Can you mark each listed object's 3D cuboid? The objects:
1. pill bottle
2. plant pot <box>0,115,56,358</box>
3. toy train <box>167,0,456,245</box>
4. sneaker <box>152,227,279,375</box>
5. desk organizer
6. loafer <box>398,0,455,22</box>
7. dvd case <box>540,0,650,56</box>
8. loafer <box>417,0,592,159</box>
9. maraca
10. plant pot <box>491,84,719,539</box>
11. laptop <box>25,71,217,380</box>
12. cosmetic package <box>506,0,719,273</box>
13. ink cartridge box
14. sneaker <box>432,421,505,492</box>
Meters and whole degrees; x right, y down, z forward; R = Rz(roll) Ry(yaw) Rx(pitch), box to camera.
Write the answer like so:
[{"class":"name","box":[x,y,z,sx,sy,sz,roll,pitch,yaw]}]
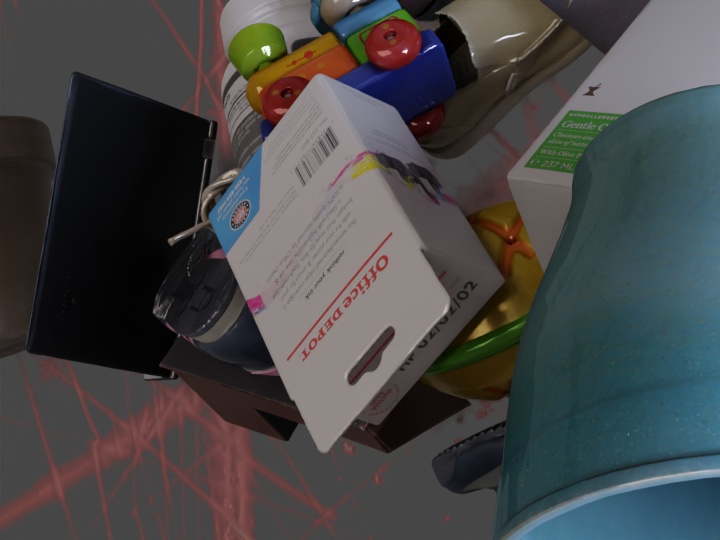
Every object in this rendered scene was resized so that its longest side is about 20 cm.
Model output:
[{"class":"pill bottle","box":[-0.031,-0.096,1.059,0.116,0.116,0.201,-32,59,33]},{"class":"plant pot","box":[-0.335,-0.013,1.292,0.200,0.200,0.174,-22,80,38]},{"class":"toy train","box":[-0.052,-0.107,0.964,0.199,0.085,0.116,-29,53,-3]},{"class":"sneaker","box":[-0.081,0.027,1.006,0.070,0.082,0.200,-56,18,3]},{"class":"desk organizer","box":[-0.031,0.073,1.028,0.199,0.077,0.072,12,62,44]},{"class":"loafer","box":[0.057,-0.236,1.002,0.200,0.063,0.072,124,144,-48]},{"class":"dvd case","box":[0.120,-0.238,0.909,0.200,0.016,0.149,45,123,22]},{"class":"loafer","box":[0.090,-0.151,0.990,0.200,0.068,0.076,-49,52,24]},{"class":"maraca","box":[0.106,0.006,0.890,0.199,0.137,0.107,-27,105,13]},{"class":"plant pot","box":[0.149,0.038,0.614,0.200,0.200,0.189,-24,48,37]},{"class":"laptop","box":[-0.175,-0.023,1.120,0.200,0.115,0.188,165,114,-73]},{"class":"cosmetic package","box":[0.178,-0.075,0.807,0.107,0.085,0.200,10,50,40]},{"class":"ink cartridge box","box":[0.000,0.000,0.853,0.115,0.068,0.200,-50,43,22]},{"class":"sneaker","box":[0.123,0.114,0.885,0.200,0.070,0.082,-25,83,45]}]
